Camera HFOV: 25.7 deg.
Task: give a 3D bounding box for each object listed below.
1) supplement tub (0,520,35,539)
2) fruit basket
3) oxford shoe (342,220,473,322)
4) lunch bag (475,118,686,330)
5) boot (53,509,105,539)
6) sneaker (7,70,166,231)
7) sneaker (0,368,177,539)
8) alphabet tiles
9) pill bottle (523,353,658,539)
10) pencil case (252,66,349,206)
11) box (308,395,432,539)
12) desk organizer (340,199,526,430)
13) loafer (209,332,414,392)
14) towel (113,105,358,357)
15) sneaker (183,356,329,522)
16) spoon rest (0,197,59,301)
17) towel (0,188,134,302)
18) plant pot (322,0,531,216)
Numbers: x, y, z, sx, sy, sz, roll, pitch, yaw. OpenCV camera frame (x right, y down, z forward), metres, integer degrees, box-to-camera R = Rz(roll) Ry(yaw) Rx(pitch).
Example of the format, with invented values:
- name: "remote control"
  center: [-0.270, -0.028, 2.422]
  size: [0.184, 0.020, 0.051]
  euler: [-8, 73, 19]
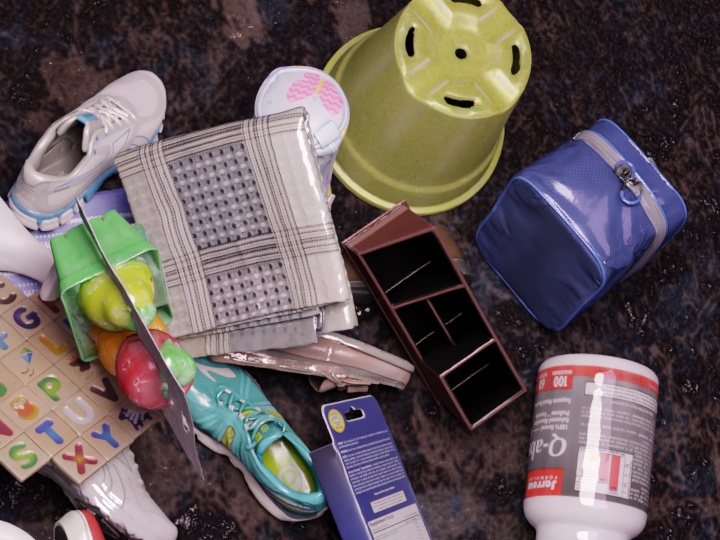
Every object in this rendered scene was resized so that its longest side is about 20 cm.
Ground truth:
- name: "supplement tub"
  center: [-0.312, 0.271, 1.264]
  size: [0.132, 0.200, 0.132]
  euler: [4, 75, -13]
- name: "fruit basket"
  center: [-0.176, 0.056, 1.301]
  size: [0.094, 0.185, 0.200]
  euler: [-32, 65, -17]
- name: "oxford shoe"
  center: [0.000, 0.000, 1.498]
  size: [0.200, 0.073, 0.084]
  euler: [-10, 64, -21]
- name: "lunch bag"
  center: [0.214, -0.050, 1.492]
  size: [0.132, 0.200, 0.136]
  euler: [-35, 81, -23]
- name: "boot"
  center: [-0.172, 0.275, 1.351]
  size: [0.144, 0.072, 0.200]
  euler: [-23, 107, -21]
- name: "sneaker"
  center: [-0.241, -0.123, 1.440]
  size: [0.075, 0.087, 0.200]
  euler: [33, 57, 6]
- name: "sneaker"
  center: [-0.224, 0.161, 1.379]
  size: [0.200, 0.078, 0.099]
  euler: [45, 65, -9]
- name: "alphabet tiles"
  center: [-0.277, 0.091, 1.360]
  size: [0.200, 0.006, 0.166]
  euler: [40, 50, 14]
- name: "pill bottle"
  center: [0.213, 0.187, 1.471]
  size: [0.116, 0.116, 0.200]
  euler: [12, 72, -11]
- name: "pencil case"
  center: [-0.059, -0.105, 1.436]
  size: [0.083, 0.200, 0.091]
  euler: [-21, 71, -14]
- name: "box"
  center: [0.015, 0.213, 1.417]
  size: [0.032, 0.121, 0.200]
  euler: [-24, 81, 23]
- name: "desk organizer"
  center: [0.070, 0.043, 1.439]
  size: [0.072, 0.077, 0.200]
  euler: [-35, 116, -7]
- name: "loafer"
  center: [-0.047, 0.081, 1.453]
  size: [0.200, 0.072, 0.063]
  euler: [21, 85, -22]
- name: "towel"
  center: [-0.109, -0.024, 1.353]
  size: [0.192, 0.035, 0.200]
  euler: [-11, 100, 22]
- name: "sneaker"
  center: [-0.096, 0.140, 1.421]
  size: [0.200, 0.080, 0.078]
  euler: [45, 69, 1]
- name: "spoon rest"
  center: [-0.335, -0.030, 1.397]
  size: [0.200, 0.061, 0.099]
  euler: [28, 91, 19]
- name: "towel"
  center: [-0.266, 0.027, 1.441]
  size: [0.145, 0.024, 0.200]
  euler: [-8, 79, -18]
- name: "plant pot"
  center: [0.071, -0.174, 1.495]
  size: [0.200, 0.184, 0.201]
  euler: [4, 74, -14]
